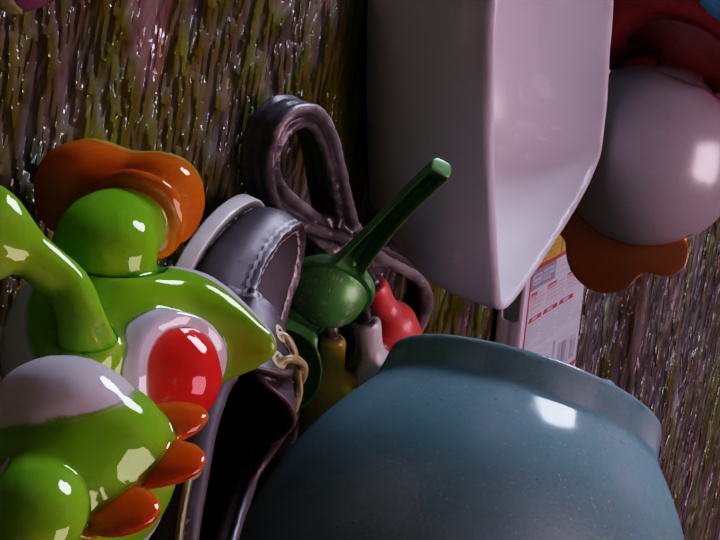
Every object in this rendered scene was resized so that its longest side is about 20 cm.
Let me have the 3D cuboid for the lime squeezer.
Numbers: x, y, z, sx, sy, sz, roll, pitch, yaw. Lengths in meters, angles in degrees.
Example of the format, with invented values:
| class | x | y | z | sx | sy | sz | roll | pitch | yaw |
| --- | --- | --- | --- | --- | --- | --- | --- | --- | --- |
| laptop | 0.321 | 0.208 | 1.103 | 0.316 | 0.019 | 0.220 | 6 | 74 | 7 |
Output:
| class | x | y | z | sx | sy | sz | roll | pitch | yaw |
| --- | --- | --- | --- | --- | --- | --- | --- | --- | --- |
| lime squeezer | -0.024 | 0.026 | 1.102 | 0.200 | 0.038 | 0.071 | -58 | 179 | 18 |

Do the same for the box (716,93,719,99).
| class | x | y | z | sx | sy | sz | roll | pitch | yaw |
| --- | --- | --- | --- | --- | --- | --- | --- | --- | --- |
| box | 0.261 | -0.196 | 1.847 | 0.100 | 0.095 | 0.200 | -7 | 106 | -72 |

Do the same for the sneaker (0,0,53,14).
| class | x | y | z | sx | sy | sz | roll | pitch | yaw |
| --- | --- | --- | --- | --- | --- | --- | --- | --- | --- |
| sneaker | -0.059 | -0.164 | 0.851 | 0.075 | 0.090 | 0.200 | 68 | 35 | -59 |

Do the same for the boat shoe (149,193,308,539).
| class | x | y | z | sx | sy | sz | roll | pitch | yaw |
| --- | --- | --- | --- | --- | --- | --- | --- | --- | --- |
| boat shoe | -0.053 | 0.053 | 1.031 | 0.072 | 0.061 | 0.201 | 81 | 25 | -46 |

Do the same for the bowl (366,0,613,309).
| class | x | y | z | sx | sy | sz | roll | pitch | yaw |
| --- | --- | --- | --- | --- | --- | --- | --- | --- | --- |
| bowl | 0.058 | -0.104 | 1.285 | 0.200 | 0.075 | 0.200 | -54 | 149 | -56 |

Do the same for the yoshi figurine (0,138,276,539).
| class | x | y | z | sx | sy | sz | roll | pitch | yaw |
| --- | --- | --- | --- | --- | --- | --- | --- | --- | --- |
| yoshi figurine | -0.106 | 0.039 | 0.851 | 0.112 | 0.112 | 0.200 | -45 | -165 | 24 |

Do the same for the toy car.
| class | x | y | z | sx | sy | sz | roll | pitch | yaw |
| --- | --- | --- | --- | --- | --- | --- | --- | --- | --- |
| toy car | 0.143 | -0.089 | 1.442 | 0.200 | 0.177 | 0.184 | -65 | 161 | -5 |

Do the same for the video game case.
| class | x | y | z | sx | sy | sz | roll | pitch | yaw |
| --- | --- | --- | --- | --- | --- | --- | --- | --- | --- |
| video game case | 0.109 | -0.028 | 1.580 | 0.143 | 0.017 | 0.200 | -23 | 121 | -70 |

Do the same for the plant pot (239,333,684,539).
| class | x | y | z | sx | sy | sz | roll | pitch | yaw |
| --- | --- | --- | --- | --- | --- | --- | --- | --- | --- |
| plant pot | 0.050 | 0.108 | 1.137 | 0.200 | 0.200 | 0.134 | 56 | 50 | -66 |

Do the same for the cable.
| class | x | y | z | sx | sy | sz | roll | pitch | yaw |
| --- | --- | --- | --- | --- | --- | --- | --- | --- | --- |
| cable | 0.000 | 0.000 | 1.169 | 0.097 | 0.050 | 0.200 | -40 | 145 | -30 |
